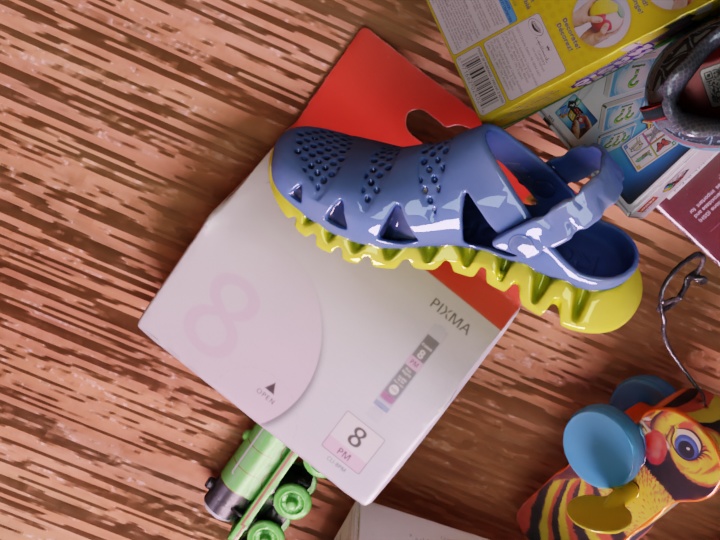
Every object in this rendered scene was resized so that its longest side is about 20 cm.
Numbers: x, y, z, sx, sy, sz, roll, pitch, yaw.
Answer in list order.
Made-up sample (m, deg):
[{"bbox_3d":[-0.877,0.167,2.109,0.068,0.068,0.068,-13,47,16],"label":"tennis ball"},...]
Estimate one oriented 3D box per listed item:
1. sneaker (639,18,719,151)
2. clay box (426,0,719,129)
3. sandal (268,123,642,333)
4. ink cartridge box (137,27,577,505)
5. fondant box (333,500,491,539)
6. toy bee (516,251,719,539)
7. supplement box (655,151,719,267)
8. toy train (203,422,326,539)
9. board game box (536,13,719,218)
[{"bbox_3d":[0.225,-0.104,0.970,0.199,0.096,0.080,-27,91,16],"label":"sneaker"},{"bbox_3d":[0.128,-0.166,1.031,0.199,0.048,0.115,-26,81,17],"label":"clay box"},{"bbox_3d":[0.053,-0.041,1.047,0.199,0.080,0.087,14,131,1],"label":"sandal"},{"bbox_3d":[0.000,0.000,1.116,0.162,0.057,0.200,38,114,4],"label":"ink cartridge box"},{"bbox_3d":[0.026,0.237,1.228,0.143,0.058,0.201,18,128,-11],"label":"fondant box"},{"bbox_3d":[0.165,0.106,1.150,0.109,0.131,0.200,43,149,19],"label":"toy bee"},{"bbox_3d":[0.242,-0.035,1.133,0.200,0.061,0.109,41,106,-18],"label":"supplement box"},{"bbox_3d":[-0.023,0.078,1.184,0.056,0.042,0.200,33,109,-6],"label":"toy train"},{"bbox_3d":[0.170,-0.140,1.059,0.200,0.035,0.126,-43,75,16],"label":"board game box"}]
